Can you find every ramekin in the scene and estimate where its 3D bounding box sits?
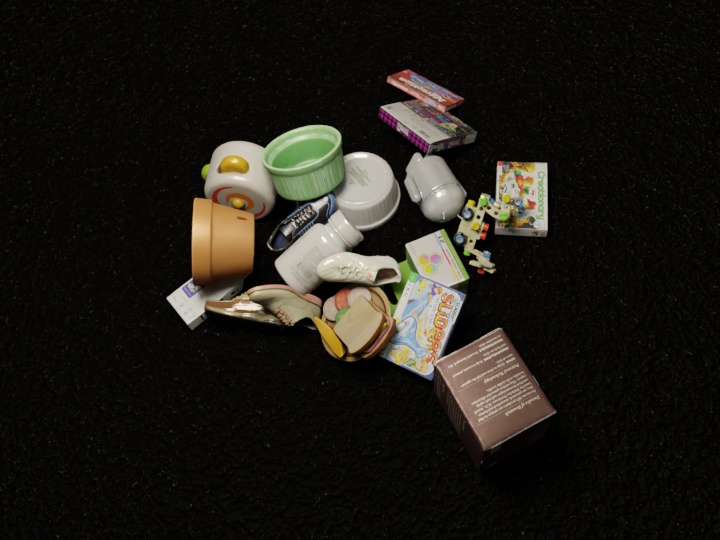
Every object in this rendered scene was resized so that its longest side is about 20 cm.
[{"bbox_3d":[0.000,-0.207,1.682,0.199,0.095,0.205,-3,61,6],"label":"ramekin"},{"bbox_3d":[-0.130,-0.256,1.602,0.197,0.099,0.202,-11,39,8],"label":"ramekin"}]

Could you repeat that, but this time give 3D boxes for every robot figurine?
[{"bbox_3d":[0.185,-0.201,1.645,0.167,0.114,0.202,-10,57,-29],"label":"robot figurine"}]

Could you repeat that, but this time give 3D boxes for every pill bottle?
[{"bbox_3d":[-0.094,-0.043,1.559,0.200,0.114,0.115,-41,62,7],"label":"pill bottle"}]

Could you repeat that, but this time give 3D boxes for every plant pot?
[{"bbox_3d":[-0.319,-0.064,1.553,0.138,0.201,0.203,2,60,-10],"label":"plant pot"}]

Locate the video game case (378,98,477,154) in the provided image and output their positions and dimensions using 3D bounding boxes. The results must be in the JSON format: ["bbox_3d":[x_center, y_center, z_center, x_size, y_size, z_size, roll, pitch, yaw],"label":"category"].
[{"bbox_3d":[0.175,-0.382,1.738,0.180,0.036,0.200,-21,50,-36],"label":"video game case"}]

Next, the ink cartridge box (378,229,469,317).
[{"bbox_3d":[0.134,0.014,1.554,0.197,0.076,0.149,-21,61,-7],"label":"ink cartridge box"}]

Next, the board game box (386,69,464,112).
[{"bbox_3d":[0.179,-0.498,1.840,0.199,0.020,0.103,35,43,22],"label":"board game box"}]

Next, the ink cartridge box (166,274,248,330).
[{"bbox_3d":[-0.362,0.043,1.620,0.199,0.039,0.099,-40,64,-13],"label":"ink cartridge box"}]

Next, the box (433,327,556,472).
[{"bbox_3d":[0.263,0.263,1.348,0.162,0.167,0.201,-26,61,-9],"label":"box"}]

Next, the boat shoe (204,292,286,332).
[{"bbox_3d":[-0.263,0.091,1.561,0.197,0.076,0.075,10,65,2],"label":"boat shoe"}]

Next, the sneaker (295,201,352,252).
[{"bbox_3d":[-0.097,-0.107,1.647,0.076,0.081,0.200,-39,65,-16],"label":"sneaker"}]

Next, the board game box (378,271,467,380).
[{"bbox_3d":[0.137,0.122,1.470,0.134,0.034,0.203,22,92,19],"label":"board game box"}]

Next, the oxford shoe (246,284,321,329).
[{"bbox_3d":[-0.166,0.083,1.501,0.198,0.070,0.075,16,59,-36],"label":"oxford shoe"}]

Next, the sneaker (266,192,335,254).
[{"bbox_3d":[-0.141,-0.111,1.585,0.200,0.078,0.070,-46,79,11],"label":"sneaker"}]

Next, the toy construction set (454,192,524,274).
[{"bbox_3d":[0.295,-0.096,1.572,0.129,0.092,0.203,18,93,9],"label":"toy construction set"}]

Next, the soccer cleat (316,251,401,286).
[{"bbox_3d":[0.000,0.000,1.505,0.197,0.070,0.078,-2,32,-20],"label":"soccer cleat"}]

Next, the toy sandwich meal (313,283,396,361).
[{"bbox_3d":[-0.018,0.112,1.488,0.202,0.070,0.208,-13,62,26],"label":"toy sandwich meal"}]

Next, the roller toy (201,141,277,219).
[{"bbox_3d":[-0.294,-0.219,1.671,0.181,0.199,0.142,25,57,-30],"label":"roller toy"}]

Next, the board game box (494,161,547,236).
[{"bbox_3d":[0.399,-0.179,1.652,0.124,0.035,0.203,3,62,9],"label":"board game box"}]
